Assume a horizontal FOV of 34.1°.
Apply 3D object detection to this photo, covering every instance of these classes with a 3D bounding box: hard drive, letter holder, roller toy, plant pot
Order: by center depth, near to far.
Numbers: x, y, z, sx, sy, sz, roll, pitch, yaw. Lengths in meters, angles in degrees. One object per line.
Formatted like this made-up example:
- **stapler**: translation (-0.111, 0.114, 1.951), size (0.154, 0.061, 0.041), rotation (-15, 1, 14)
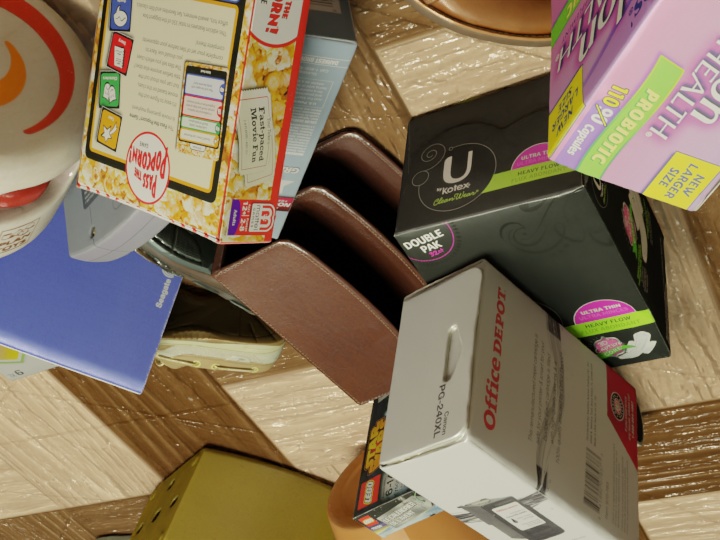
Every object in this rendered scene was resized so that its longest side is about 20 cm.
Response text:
- **roller toy**: translation (-0.285, -0.101, 0.821), size (0.181, 0.202, 0.140), rotation (19, 140, -22)
- **letter holder**: translation (0.000, 0.000, 0.963), size (0.141, 0.101, 0.200), rotation (-23, 131, 29)
- **hard drive**: translation (-0.257, 0.008, 0.994), size (0.198, 0.133, 0.025), rotation (22, 166, -16)
- **plant pot**: translation (0.056, 0.261, 1.204), size (0.199, 0.201, 0.141), rotation (-22, 116, 31)
- **plant pot**: translation (-0.156, 0.317, 1.301), size (0.176, 0.201, 0.200), rotation (36, 134, -14)

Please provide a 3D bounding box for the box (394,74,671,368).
- **box**: translation (0.135, -0.025, 0.890), size (0.147, 0.125, 0.200), rotation (-14, 135, 25)

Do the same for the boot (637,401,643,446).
- **boot**: translation (0.166, 0.119, 1.099), size (0.143, 0.073, 0.200), rotation (-14, 139, 26)

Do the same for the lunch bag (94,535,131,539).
- **lunch bag**: translation (-0.255, 0.417, 1.441), size (0.198, 0.165, 0.118), rotation (3, 138, 6)

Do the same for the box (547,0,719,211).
- **box**: translation (0.185, -0.172, 0.652), size (0.096, 0.201, 0.176), rotation (17, 140, -11)

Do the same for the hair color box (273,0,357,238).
- **hair color box**: translation (-0.065, -0.124, 0.821), size (0.060, 0.100, 0.201), rotation (4, 142, -19)

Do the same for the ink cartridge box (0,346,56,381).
- **ink cartridge box**: translation (-0.314, 0.045, 1.097), size (0.103, 0.060, 0.200), rotation (-17, 134, 27)

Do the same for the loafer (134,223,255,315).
- **loafer**: translation (-0.143, -0.014, 0.991), size (0.199, 0.072, 0.063), rotation (30, 133, -27)

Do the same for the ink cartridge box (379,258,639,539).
- **ink cartridge box**: translation (0.113, 0.111, 0.845), size (0.083, 0.146, 0.200), rotation (-25, 131, 38)

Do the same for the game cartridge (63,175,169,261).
- **game cartridge**: translation (-0.159, -0.095, 0.852), size (0.041, 0.134, 0.200), rotation (5, 149, -40)

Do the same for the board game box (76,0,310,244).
- **board game box**: translation (-0.105, -0.133, 0.726), size (0.151, 0.202, 0.046), rotation (21, -164, 39)

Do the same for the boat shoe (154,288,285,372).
- **boat shoe**: translation (-0.167, 0.059, 1.078), size (0.198, 0.074, 0.067), rotation (11, 135, -4)

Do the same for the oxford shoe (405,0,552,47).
- **oxford shoe**: translation (0.058, -0.202, 0.741), size (0.198, 0.072, 0.071), rotation (21, 133, -14)

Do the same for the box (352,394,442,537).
- **box**: translation (0.064, 0.114, 1.005), size (0.040, 0.201, 0.137), rotation (35, 133, -24)
